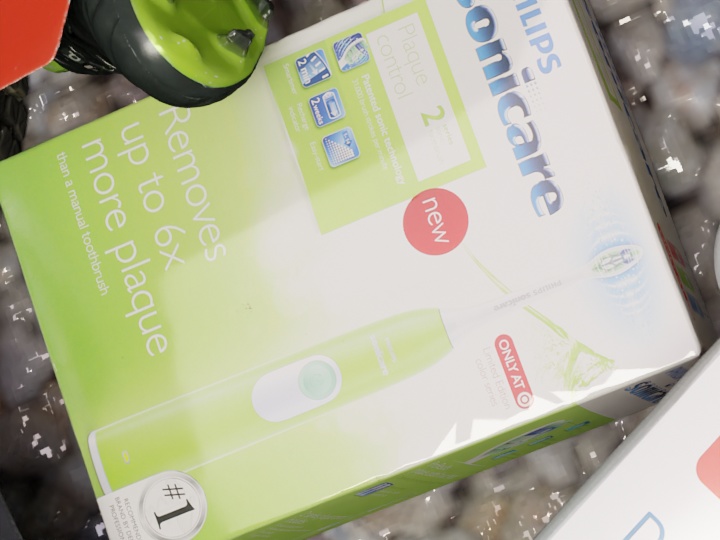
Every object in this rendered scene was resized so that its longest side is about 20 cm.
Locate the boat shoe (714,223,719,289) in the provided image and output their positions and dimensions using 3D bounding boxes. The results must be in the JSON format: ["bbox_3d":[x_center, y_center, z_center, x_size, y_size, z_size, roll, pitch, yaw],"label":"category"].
[{"bbox_3d":[0.193,0.013,0.608,0.201,0.086,0.075,17,86,-3],"label":"boat shoe"}]

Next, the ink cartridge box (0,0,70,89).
[{"bbox_3d":[-0.137,-0.137,0.779,0.162,0.057,0.201,-21,43,44],"label":"ink cartridge box"}]

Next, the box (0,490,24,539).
[{"bbox_3d":[-0.185,0.142,0.717,0.199,0.104,0.183,-23,65,-15],"label":"box"}]

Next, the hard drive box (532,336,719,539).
[{"bbox_3d":[0.097,0.140,0.670,0.156,0.077,0.200,43,96,15],"label":"hard drive box"}]

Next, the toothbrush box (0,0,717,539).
[{"bbox_3d":[0.000,0.000,0.785,0.199,0.086,0.146,-21,79,11],"label":"toothbrush box"}]

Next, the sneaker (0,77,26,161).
[{"bbox_3d":[-0.181,-0.023,0.841,0.089,0.079,0.201,17,89,14],"label":"sneaker"}]

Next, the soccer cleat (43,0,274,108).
[{"bbox_3d":[-0.079,-0.089,0.779,0.067,0.200,0.081,39,104,-25],"label":"soccer cleat"}]
